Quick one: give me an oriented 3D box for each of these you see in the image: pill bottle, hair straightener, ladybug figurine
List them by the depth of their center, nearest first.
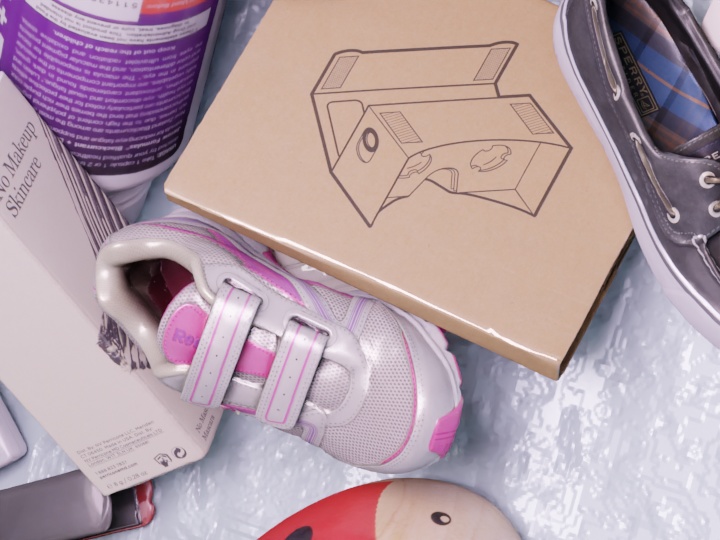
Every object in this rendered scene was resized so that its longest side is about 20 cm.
[{"bbox_3d":[-0.013,0.172,1.252,0.200,0.072,0.136,-35,64,24],"label":"ladybug figurine"},{"bbox_3d":[-0.129,-0.110,1.317,0.111,0.111,0.200,52,144,29],"label":"pill bottle"},{"bbox_3d":[-0.206,0.130,1.383,0.200,0.077,0.041,-9,86,30],"label":"hair straightener"}]

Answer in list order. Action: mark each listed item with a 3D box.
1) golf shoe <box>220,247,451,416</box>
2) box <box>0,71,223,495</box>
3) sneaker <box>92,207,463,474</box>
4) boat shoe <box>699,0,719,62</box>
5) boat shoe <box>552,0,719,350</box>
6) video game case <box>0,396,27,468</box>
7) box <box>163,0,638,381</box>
[{"bbox_3d":[0.000,0.000,1.263,0.200,0.075,0.092,-22,90,28],"label":"golf shoe"},{"bbox_3d":[-0.147,0.009,1.295,0.068,0.200,0.082,-22,32,28],"label":"box"},{"bbox_3d":[-0.045,0.036,1.208,0.200,0.088,0.081,26,109,31],"label":"sneaker"},{"bbox_3d":[0.238,-0.130,1.141,0.200,0.075,0.093,-45,67,27],"label":"boat shoe"},{"bbox_3d":[0.146,-0.046,1.163,0.069,0.057,0.200,-27,78,-17],"label":"boat shoe"},{"bbox_3d":[-0.294,0.047,1.451,0.182,0.023,0.200,-28,90,26],"label":"video game case"},{"bbox_3d":[0.036,-0.060,1.215,0.200,0.021,0.164,25,70,13],"label":"box"}]
